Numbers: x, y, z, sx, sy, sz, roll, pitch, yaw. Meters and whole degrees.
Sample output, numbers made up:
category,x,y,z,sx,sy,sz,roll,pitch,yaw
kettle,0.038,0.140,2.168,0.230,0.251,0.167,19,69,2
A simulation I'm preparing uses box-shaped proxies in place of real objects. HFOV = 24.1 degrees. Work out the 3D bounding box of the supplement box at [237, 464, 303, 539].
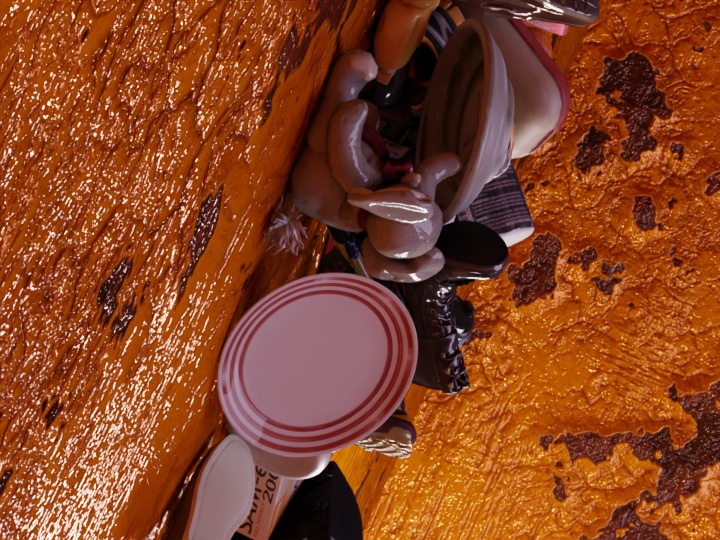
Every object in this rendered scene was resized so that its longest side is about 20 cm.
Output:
category,x,y,z,sx,sy,sz,roll,pitch,yaw
supplement box,-0.085,0.182,1.853,0.200,0.073,0.127,-57,166,-48

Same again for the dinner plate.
category,x,y,z,sx,sy,sz,roll,pitch,yaw
dinner plate,-0.042,0.088,1.606,0.024,0.199,0.201,-122,-132,-58

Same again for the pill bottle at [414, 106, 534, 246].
category,x,y,z,sx,sy,sz,roll,pitch,yaw
pill bottle,0.123,-0.122,1.963,0.106,0.105,0.201,47,24,-81

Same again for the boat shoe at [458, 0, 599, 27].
category,x,y,z,sx,sy,sz,roll,pitch,yaw
boat shoe,0.149,-0.292,1.713,0.072,0.199,0.076,-48,-152,51

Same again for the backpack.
category,x,y,z,sx,sy,sz,roll,pitch,yaw
backpack,-0.090,0.332,1.904,0.154,0.199,0.163,61,11,-21

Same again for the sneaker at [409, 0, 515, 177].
category,x,y,z,sx,sy,sz,roll,pitch,yaw
sneaker,0.092,-0.182,1.757,0.078,0.201,0.077,-19,-166,43

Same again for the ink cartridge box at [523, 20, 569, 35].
category,x,y,z,sx,sy,sz,roll,pitch,yaw
ink cartridge box,0.176,-0.353,1.807,0.200,0.144,0.085,89,24,-70

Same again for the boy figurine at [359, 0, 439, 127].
category,x,y,z,sx,sy,sz,roll,pitch,yaw
boy figurine,0.051,-0.237,1.629,0.125,0.064,0.201,-58,171,-41

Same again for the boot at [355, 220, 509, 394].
category,x,y,z,sx,sy,sz,roll,pitch,yaw
boot,0.082,0.042,1.667,0.069,0.199,0.175,-32,117,-36

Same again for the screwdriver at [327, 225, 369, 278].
category,x,y,z,sx,sy,sz,roll,pitch,yaw
screwdriver,0.000,0.000,1.729,0.029,0.028,0.201,-50,129,-40

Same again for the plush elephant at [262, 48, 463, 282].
category,x,y,z,sx,sy,sz,roll,pitch,yaw
plush elephant,0.020,-0.077,1.543,0.165,0.154,0.201,92,23,-68

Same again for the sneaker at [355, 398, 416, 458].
category,x,y,z,sx,sy,sz,roll,pitch,yaw
sneaker,0.016,0.145,1.807,0.091,0.074,0.200,-71,-163,-8

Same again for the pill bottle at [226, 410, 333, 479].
category,x,y,z,sx,sy,sz,roll,pitch,yaw
pill bottle,-0.048,0.107,1.746,0.116,0.115,0.201,104,13,-48

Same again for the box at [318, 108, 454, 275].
category,x,y,z,sx,sy,sz,roll,pitch,yaw
box,0.043,-0.061,1.862,0.132,0.114,0.201,-54,165,-53

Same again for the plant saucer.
category,x,y,z,sx,sy,sz,roll,pitch,yaw
plant saucer,0.107,-0.140,1.632,0.200,0.050,0.202,-170,-90,-74

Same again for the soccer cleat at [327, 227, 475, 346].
category,x,y,z,sx,sy,sz,roll,pitch,yaw
soccer cleat,0.033,0.014,1.792,0.065,0.200,0.084,-52,-174,-38

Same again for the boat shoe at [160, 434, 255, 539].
category,x,y,z,sx,sy,sz,roll,pitch,yaw
boat shoe,-0.156,0.248,1.640,0.060,0.072,0.203,-22,-144,36

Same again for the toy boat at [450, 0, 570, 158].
category,x,y,z,sx,sy,sz,roll,pitch,yaw
toy boat,0.158,-0.228,1.825,0.130,0.201,0.130,-30,171,-43
